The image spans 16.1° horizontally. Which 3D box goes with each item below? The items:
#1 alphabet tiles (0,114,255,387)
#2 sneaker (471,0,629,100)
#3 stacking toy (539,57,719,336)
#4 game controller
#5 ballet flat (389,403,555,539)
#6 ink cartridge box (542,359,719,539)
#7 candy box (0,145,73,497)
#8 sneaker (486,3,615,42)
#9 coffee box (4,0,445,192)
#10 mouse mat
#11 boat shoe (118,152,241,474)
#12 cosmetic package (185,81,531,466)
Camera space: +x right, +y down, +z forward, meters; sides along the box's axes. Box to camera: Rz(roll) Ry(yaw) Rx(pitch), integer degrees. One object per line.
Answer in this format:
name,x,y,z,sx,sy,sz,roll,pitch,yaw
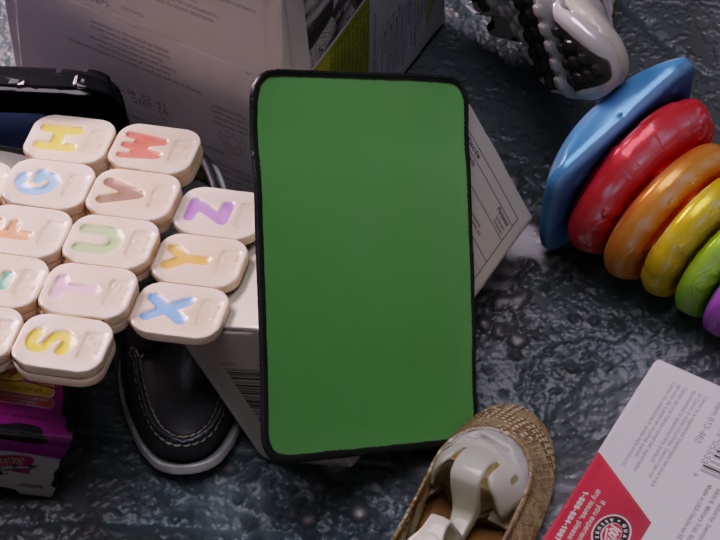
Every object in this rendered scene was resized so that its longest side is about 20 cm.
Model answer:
alphabet tiles,-0.155,-0.015,1.348,0.194,0.015,0.201,7,42,12
sneaker,0.115,-0.164,1.451,0.081,0.076,0.200,-21,35,-7
stacking toy,0.201,-0.008,1.406,0.116,0.110,0.200,-42,71,-14
game controller,-0.230,-0.087,1.472,0.198,0.105,0.042,3,59,5
ballet flat,0.050,0.135,1.307,0.070,0.066,0.201,17,54,15
ink cartridge box,0.203,0.156,1.273,0.199,0.083,0.146,24,56,20
candy box,-0.227,0.020,1.392,0.135,0.061,0.201,9,50,-15
sneaker,0.113,-0.223,1.587,0.087,0.076,0.201,0,51,2
coffee box,-0.077,-0.193,1.490,0.199,0.201,0.198,24,55,20
mouse mat,0.004,-0.004,1.332,0.160,0.202,0.007,-2,-1,-44
boat shoe,-0.102,0.018,1.410,0.075,0.061,0.201,-7,51,-3
cosmetic package,0.000,0.000,1.383,0.073,0.104,0.200,0,41,44
